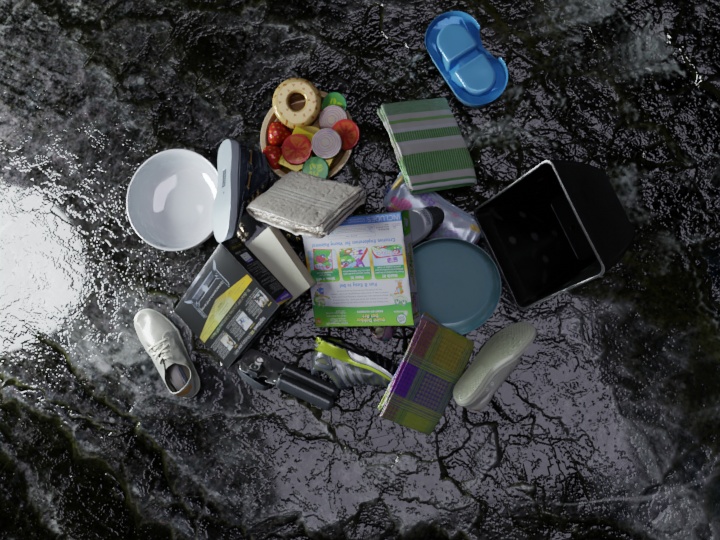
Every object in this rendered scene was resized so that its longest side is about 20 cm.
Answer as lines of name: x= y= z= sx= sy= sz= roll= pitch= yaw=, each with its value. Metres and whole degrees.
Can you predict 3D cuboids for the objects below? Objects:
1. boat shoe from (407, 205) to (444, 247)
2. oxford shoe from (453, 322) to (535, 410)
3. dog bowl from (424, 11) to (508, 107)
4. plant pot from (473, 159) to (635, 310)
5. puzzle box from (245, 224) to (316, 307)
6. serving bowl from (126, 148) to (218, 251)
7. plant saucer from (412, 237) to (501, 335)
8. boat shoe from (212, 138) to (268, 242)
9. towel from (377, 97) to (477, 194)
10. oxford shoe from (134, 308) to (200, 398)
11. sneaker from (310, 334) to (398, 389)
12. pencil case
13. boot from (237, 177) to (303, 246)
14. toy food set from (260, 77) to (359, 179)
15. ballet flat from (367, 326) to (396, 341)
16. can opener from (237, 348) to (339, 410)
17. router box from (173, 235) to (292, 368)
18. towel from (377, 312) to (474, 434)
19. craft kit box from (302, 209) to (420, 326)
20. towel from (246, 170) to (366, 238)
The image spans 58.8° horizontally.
boat shoe: x=0.082 y=-0.064 z=1.173 sx=0.056 sy=0.200 sz=0.069 roll=-19 pitch=85 yaw=-33
oxford shoe: x=0.250 y=0.177 z=1.173 sx=0.200 sy=0.075 sz=0.058 roll=-47 pitch=120 yaw=-9
dog bowl: x=0.206 y=-0.407 z=1.252 sx=0.111 sy=0.050 sz=0.201 roll=-32 pitch=81 yaw=1
plant pot: x=0.355 y=-0.073 z=1.119 sx=0.176 sy=0.200 sz=0.201 roll=-18 pitch=79 yaw=-36
puzzle box: x=-0.189 y=0.022 z=1.198 sx=0.199 sy=0.025 sz=0.134 roll=-36 pitch=89 yaw=32
serving bowl: x=-0.357 y=-0.134 z=1.267 sx=0.197 sy=0.066 sz=0.203 roll=-1 pitch=84 yaw=5
plant saucer: x=0.159 y=0.028 z=1.179 sx=0.197 sy=0.027 sz=0.202 roll=3 pitch=115 yaw=6
boat shoe: x=-0.223 y=-0.145 z=1.215 sx=0.070 sy=0.090 sz=0.203 roll=-11 pitch=73 yaw=47
towel: x=0.127 y=-0.238 z=1.208 sx=0.151 sy=0.023 sz=0.202 roll=-10 pitch=65 yaw=-18
oxford shoe: x=-0.378 y=0.159 z=1.242 sx=0.075 sy=0.058 sz=0.201 roll=-34 pitch=80 yaw=3
sneaker: x=-0.004 y=0.192 z=1.203 sx=0.198 sy=0.074 sz=0.082 roll=24 pitch=100 yaw=11
pencil case: x=0.139 y=-0.106 z=1.206 sx=0.199 sy=0.083 sz=0.091 roll=38 pitch=114 yaw=8
boot: x=-0.152 y=-0.064 z=1.236 sx=0.150 sy=0.073 sz=0.201 roll=-37 pitch=78 yaw=0
toy food set: x=-0.103 y=-0.269 z=1.267 sx=0.196 sy=0.049 sz=0.202 roll=25 pitch=86 yaw=8
ballet flat: x=0.013 y=0.038 z=1.209 sx=0.068 sy=0.071 sz=0.202 roll=-23 pitch=82 yaw=5
can opener: x=-0.141 y=0.214 z=1.222 sx=0.198 sy=0.067 sz=0.054 roll=25 pitch=47 yaw=3
router box: x=-0.240 y=0.062 z=1.191 sx=0.157 sy=0.052 sz=0.200 roll=46 pitch=121 yaw=6
towel: x=0.123 y=0.192 z=1.172 sx=0.143 sy=0.023 sz=0.202 roll=27 pitch=86 yaw=-30
craft kit box: x=0.000 y=0.000 z=1.140 sx=0.198 sy=0.048 sz=0.200 roll=-2 pitch=98 yaw=24
towel: x=-0.097 y=-0.121 z=1.146 sx=0.199 sy=0.035 sz=0.132 roll=21 pitch=51 yaw=37
